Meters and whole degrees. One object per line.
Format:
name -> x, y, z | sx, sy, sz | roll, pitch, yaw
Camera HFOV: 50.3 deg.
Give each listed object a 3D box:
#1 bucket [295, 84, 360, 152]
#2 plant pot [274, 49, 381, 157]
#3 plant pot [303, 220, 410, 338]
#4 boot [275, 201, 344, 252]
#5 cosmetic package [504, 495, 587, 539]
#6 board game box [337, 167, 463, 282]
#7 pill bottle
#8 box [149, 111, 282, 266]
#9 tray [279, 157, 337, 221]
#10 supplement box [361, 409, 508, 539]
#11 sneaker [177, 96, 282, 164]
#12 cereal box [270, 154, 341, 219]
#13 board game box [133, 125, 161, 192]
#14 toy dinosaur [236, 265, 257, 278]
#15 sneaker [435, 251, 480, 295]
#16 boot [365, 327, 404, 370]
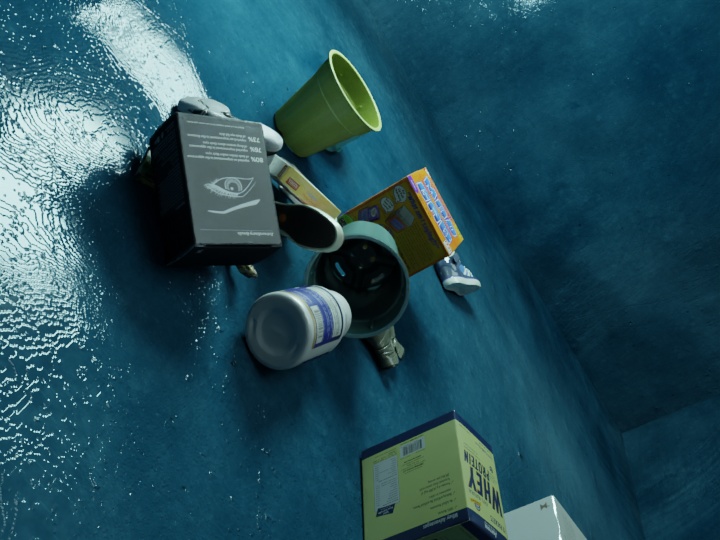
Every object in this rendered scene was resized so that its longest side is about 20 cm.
bucket -> -0.059, -0.405, 1.909 | 0.207, 0.134, 0.209 | 47, 26, -31
plant pot -> -0.084, -0.350, 1.709 | 0.200, 0.188, 0.201 | 49, 24, -30
plant pot -> 0.000, 0.000, 1.499 | 0.201, 0.199, 0.196 | 56, 14, -13
boot -> -0.090, -0.077, 1.392 | 0.144, 0.198, 0.073 | 14, 95, -60
cosmetic package -> 0.402, 0.636, 1.666 | 0.201, 0.165, 0.168 | 52, 23, -25
board game box -> 0.097, -0.097, 1.803 | 0.202, 0.198, 0.200 | 61, 21, -3
pill bottle -> -0.092, 0.087, 1.257 | 0.121, 0.119, 0.200 | 64, 21, 7
box -> -0.214, -0.114, 1.127 | 0.146, 0.104, 0.203 | 0, 74, -39
tray -> -0.105, -0.153, 1.653 | 0.200, 0.022, 0.108 | 45, 26, -37
supplement box -> 0.118, 0.381, 1.271 | 0.134, 0.198, 0.201 | 44, 28, -34
sneaker -> -0.243, -0.222, 1.355 | 0.198, 0.116, 0.075 | 25, 25, 1
cereal box -> -0.131, -0.169, 1.455 | 0.144, 0.040, 0.200 | 41, 1, -35
board game box -> -0.247, -0.131, 1.199 | 0.199, 0.023, 0.106 | 33, 50, -26
toy dinosaur -> -0.227, -0.070, 1.249 | 0.088, 0.047, 0.202 | 31, 32, -58
sneaker -> 0.287, -0.012, 2.303 | 0.199, 0.080, 0.148 | 14, 55, -55
boot -> 0.055, 0.123, 1.647 | 0.132, 0.067, 0.200 | 61, 28, -15
